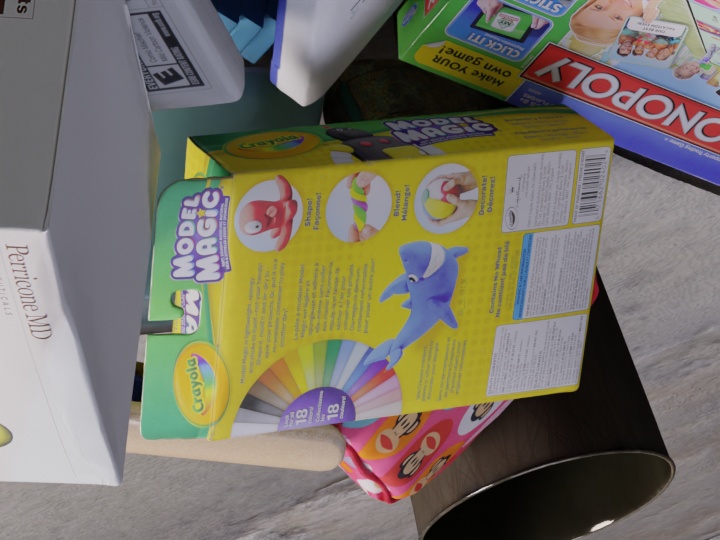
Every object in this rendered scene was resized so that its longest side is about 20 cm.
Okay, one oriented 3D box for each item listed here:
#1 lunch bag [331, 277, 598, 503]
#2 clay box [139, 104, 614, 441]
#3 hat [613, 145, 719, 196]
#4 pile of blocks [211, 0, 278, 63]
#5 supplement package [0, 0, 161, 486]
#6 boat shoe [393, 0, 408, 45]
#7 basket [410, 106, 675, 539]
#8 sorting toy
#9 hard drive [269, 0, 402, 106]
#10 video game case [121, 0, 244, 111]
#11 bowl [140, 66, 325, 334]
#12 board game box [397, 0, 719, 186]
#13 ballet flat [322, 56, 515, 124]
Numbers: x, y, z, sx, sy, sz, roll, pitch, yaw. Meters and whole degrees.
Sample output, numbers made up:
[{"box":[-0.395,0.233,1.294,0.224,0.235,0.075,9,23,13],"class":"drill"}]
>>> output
[{"box":[0.040,0.011,1.346,0.176,0.082,0.200,-45,163,-5],"class":"lunch bag"},{"box":[0.000,0.000,1.187,0.199,0.048,0.116,-5,115,-26],"class":"clay box"},{"box":[0.146,-0.091,1.423,0.199,0.081,0.201,22,-174,-3],"class":"hat"},{"box":[-0.088,-0.101,1.182,0.199,0.082,0.062,3,141,-47],"class":"pile of blocks"},{"box":[-0.184,-0.031,1.033,0.198,0.148,0.192,1,151,5],"class":"supplement package"},{"box":[0.111,-0.129,1.333,0.198,0.072,0.068,-4,164,-9],"class":"boat shoe"},{"box":[0.068,0.030,1.528,0.135,0.201,0.180,-16,161,-1],"class":"basket"},{"box":[-0.129,0.053,1.280,0.184,0.037,0.200,8,179,-33],"class":"sorting toy"},{"box":[0.017,-0.153,1.125,0.132,0.025,0.200,-50,171,-18],"class":"hard drive"},{"box":[-0.156,-0.111,1.063,0.181,0.023,0.200,-6,150,15],"class":"video game case"},{"box":[-0.107,-0.024,1.275,0.199,0.106,0.201,-6,180,0],"class":"bowl"},{"box":[0.133,-0.101,1.209,0.199,0.029,0.135,19,137,-23],"class":"board game box"},{"box":[0.036,-0.066,1.390,0.070,0.071,0.200,-24,169,19],"class":"ballet flat"}]
